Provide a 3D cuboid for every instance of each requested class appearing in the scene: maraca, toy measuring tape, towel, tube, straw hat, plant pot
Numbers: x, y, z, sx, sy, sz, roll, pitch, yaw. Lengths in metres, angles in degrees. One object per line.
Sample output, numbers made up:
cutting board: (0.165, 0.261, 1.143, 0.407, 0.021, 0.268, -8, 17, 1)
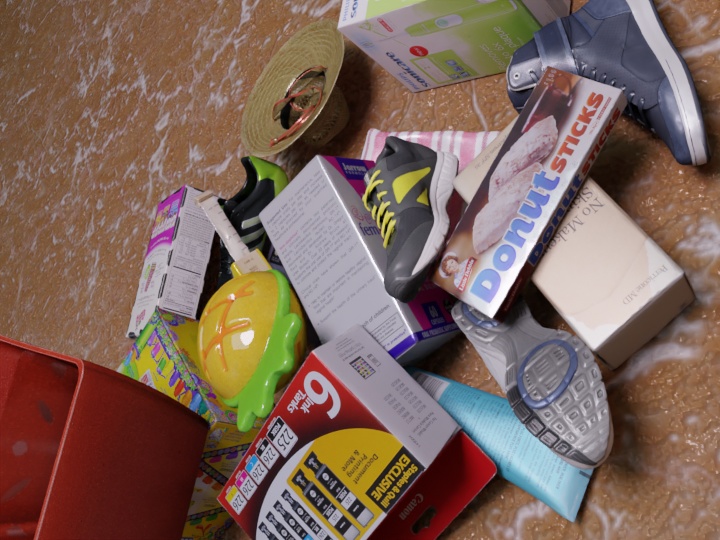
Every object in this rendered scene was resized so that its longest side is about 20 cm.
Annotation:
maraca: (-0.101, 0.072, 0.699, 0.140, 0.105, 0.200, -65, 24, 8)
toy measuring tape: (-0.134, 0.005, 0.830, 0.073, 0.073, 0.202, -40, 80, 22)
towel: (0.069, -0.079, 0.756, 0.196, 0.030, 0.150, 9, 79, 33)
tube: (0.113, 0.141, 0.642, 0.197, 0.050, 0.079, 18, 83, 40)
straw hat: (-0.060, -0.203, 0.902, 0.199, 0.084, 0.205, -29, 46, 34)
plant pot: (-0.267, 0.190, 0.707, 0.197, 0.175, 0.205, 5, 78, 41)

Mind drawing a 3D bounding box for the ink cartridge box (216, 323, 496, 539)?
ink cartridge box: (-0.008, 0.186, 0.634, 0.175, 0.083, 0.202, 42, 119, 15)

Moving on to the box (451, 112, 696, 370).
box: (0.175, -0.027, 0.609, 0.095, 0.077, 0.201, -43, 56, 12)

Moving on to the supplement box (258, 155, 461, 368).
supplement box: (0.000, 0.000, 0.709, 0.103, 0.100, 0.203, -39, 72, 32)

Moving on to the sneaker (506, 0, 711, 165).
sneaker: (0.210, -0.151, 0.633, 0.144, 0.077, 0.206, -24, 54, 22)

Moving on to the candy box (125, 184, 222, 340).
candy box: (-0.258, -0.002, 0.997, 0.135, 0.060, 0.205, -11, 64, 59)

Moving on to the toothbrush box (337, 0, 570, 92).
toothbrush box: (0.097, -0.272, 0.747, 0.197, 0.144, 0.088, 1, 74, 41)

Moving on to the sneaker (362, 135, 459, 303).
sneaker: (0.035, -0.051, 0.658, 0.202, 0.083, 0.075, -73, 7, -50)

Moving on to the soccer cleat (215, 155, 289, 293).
soccer cleat: (-0.149, -0.041, 0.883, 0.067, 0.080, 0.205, 12, 81, 51)

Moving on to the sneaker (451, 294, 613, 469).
sneaker: (0.146, 0.085, 0.586, 0.074, 0.088, 0.201, -31, 34, 4)

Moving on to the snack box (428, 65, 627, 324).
snack box: (0.133, -0.063, 0.583, 0.071, 0.024, 0.203, 31, 92, 36)

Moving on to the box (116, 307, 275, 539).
box: (-0.215, 0.192, 0.862, 0.194, 0.121, 0.200, -53, 48, 12)

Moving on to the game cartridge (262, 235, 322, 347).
game cartridge: (-0.067, 0.013, 0.863, 0.197, 0.038, 0.133, 17, 89, 44)
